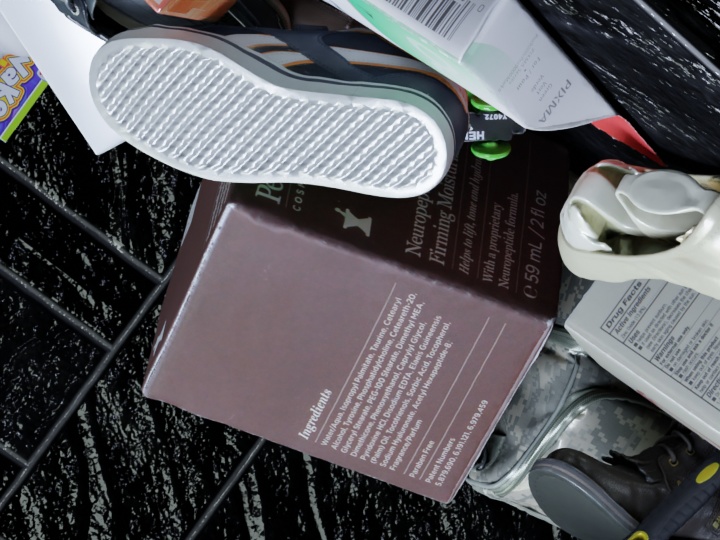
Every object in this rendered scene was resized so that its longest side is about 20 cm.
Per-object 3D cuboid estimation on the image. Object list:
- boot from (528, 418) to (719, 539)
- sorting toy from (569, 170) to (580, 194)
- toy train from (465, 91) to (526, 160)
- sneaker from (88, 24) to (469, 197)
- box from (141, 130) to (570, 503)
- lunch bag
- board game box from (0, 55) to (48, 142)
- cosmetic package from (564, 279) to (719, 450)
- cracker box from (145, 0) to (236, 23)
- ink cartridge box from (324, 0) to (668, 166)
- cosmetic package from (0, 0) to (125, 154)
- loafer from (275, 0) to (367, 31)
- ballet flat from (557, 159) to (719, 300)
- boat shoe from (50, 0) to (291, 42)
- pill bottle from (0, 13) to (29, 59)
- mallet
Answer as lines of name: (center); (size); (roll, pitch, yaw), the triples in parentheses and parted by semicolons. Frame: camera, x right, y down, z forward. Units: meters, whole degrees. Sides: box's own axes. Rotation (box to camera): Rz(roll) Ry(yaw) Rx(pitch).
boot: (0.192, 0.084, 1.532); (0.199, 0.175, 0.069); (28, 165, -35)
sorting toy: (0.116, -0.050, 1.711); (0.200, 0.037, 0.185); (37, 178, 5)
toy train: (-0.008, -0.084, 1.461); (0.198, 0.042, 0.057); (-2, -152, 0)
sneaker: (-0.039, -0.088, 1.390); (0.199, 0.079, 0.079); (15, -151, 13)
box: (0.000, 0.000, 1.564); (0.199, 0.165, 0.167); (20, -139, -9)
lunch bag: (0.171, 0.092, 1.642); (0.199, 0.169, 0.139); (25, 177, -25)
board game box: (-0.235, -0.208, 1.787); (0.134, 0.201, 0.045); (37, 177, -32)
cosmetic package: (0.222, 0.054, 1.421); (0.200, 0.104, 0.087); (37, 177, 25)
cracker box: (-0.136, -0.216, 1.337); (0.200, 0.058, 0.134); (46, -171, 4)
ink cartridge box: (0.052, -0.112, 1.357); (0.161, 0.050, 0.200); (35, 175, 38)
cosmetic package: (-0.168, -0.186, 1.532); (0.201, 0.051, 0.151); (57, -158, -17)
loafer: (-0.063, -0.187, 1.507); (0.200, 0.071, 0.073); (46, -150, 4)
ballet flat: (0.144, -0.029, 1.346); (0.069, 0.070, 0.200); (38, 167, -25)
boat shoe: (-0.127, -0.155, 1.427); (0.199, 0.075, 0.066); (34, -159, -15)
pill bottle: (-0.220, -0.203, 1.656); (0.119, 0.200, 0.120); (37, 178, 2)
mallet: (0.203, 0.094, 1.480); (0.066, 0.199, 0.041); (44, 156, 31)
